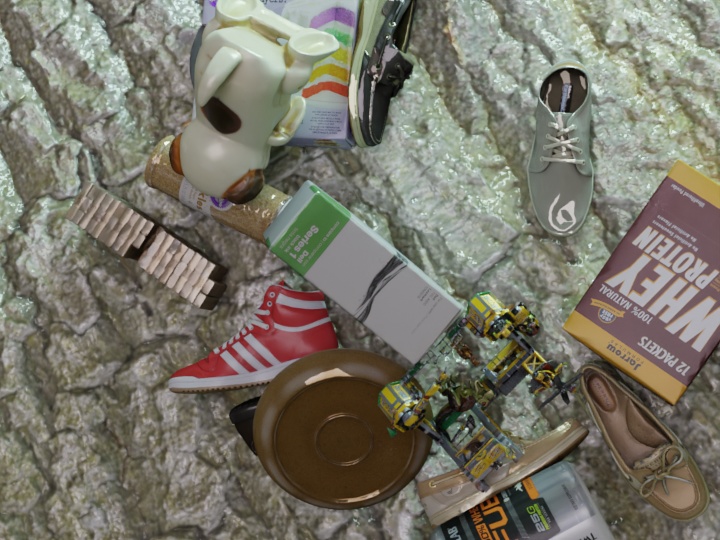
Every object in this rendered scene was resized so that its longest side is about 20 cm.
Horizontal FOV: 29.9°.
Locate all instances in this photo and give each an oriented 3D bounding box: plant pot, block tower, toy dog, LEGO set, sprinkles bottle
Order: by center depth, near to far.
[{"bbox_3d":[0.129,0.133,1.387,0.200,0.154,0.116,-40,45,-2],"label":"LEGO set"},{"bbox_3d":[-0.128,-0.169,1.463,0.139,0.194,0.200,23,123,0],"label":"toy dog"},{"bbox_3d":[-0.018,0.180,1.471,0.199,0.028,0.201,-1,112,-3],"label":"plant pot"},{"bbox_3d":[-0.151,-0.085,1.560,0.200,0.068,0.068,27,90,14],"label":"sprinkles bottle"},{"bbox_3d":[-0.246,-0.029,1.581,0.200,0.058,0.054,33,91,12],"label":"block tower"}]

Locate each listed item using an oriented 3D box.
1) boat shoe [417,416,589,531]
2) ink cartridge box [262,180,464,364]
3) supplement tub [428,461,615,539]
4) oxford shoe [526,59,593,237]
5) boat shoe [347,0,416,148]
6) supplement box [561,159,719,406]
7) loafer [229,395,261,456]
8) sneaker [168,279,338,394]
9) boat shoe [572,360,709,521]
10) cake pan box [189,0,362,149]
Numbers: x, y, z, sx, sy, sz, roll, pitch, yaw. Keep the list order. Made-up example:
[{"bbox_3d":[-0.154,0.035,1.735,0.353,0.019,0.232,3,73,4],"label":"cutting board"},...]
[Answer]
[{"bbox_3d":[0.150,0.206,1.460,0.200,0.074,0.069,-32,73,3],"label":"boat shoe"},{"bbox_3d":[0.000,0.000,1.446,0.200,0.146,0.084,39,92,-10],"label":"ink cartridge box"},{"bbox_3d":[0.157,0.293,1.395,0.200,0.123,0.123,-29,79,1],"label":"supplement tub"},{"bbox_3d":[0.222,-0.138,1.491,0.075,0.058,0.201,4,86,10],"label":"oxford shoe"},{"bbox_3d":[0.028,-0.238,1.535,0.065,0.073,0.201,4,85,18],"label":"boat shoe"},{"bbox_3d":[0.322,0.020,1.380,0.133,0.197,0.200,35,92,14],"label":"supplement box"},{"bbox_3d":[-0.045,0.158,1.515,0.199,0.073,0.072,-17,93,13],"label":"loafer"},{"bbox_3d":[-0.127,0.076,1.535,0.199,0.071,0.113,-11,86,3],"label":"sneaker"},{"bbox_3d":[0.294,0.183,1.436,0.073,0.063,0.200,-41,77,5],"label":"boat shoe"},{"bbox_3d":[-0.098,-0.240,1.575,0.199,0.052,0.185,5,83,13],"label":"cake pan box"}]
